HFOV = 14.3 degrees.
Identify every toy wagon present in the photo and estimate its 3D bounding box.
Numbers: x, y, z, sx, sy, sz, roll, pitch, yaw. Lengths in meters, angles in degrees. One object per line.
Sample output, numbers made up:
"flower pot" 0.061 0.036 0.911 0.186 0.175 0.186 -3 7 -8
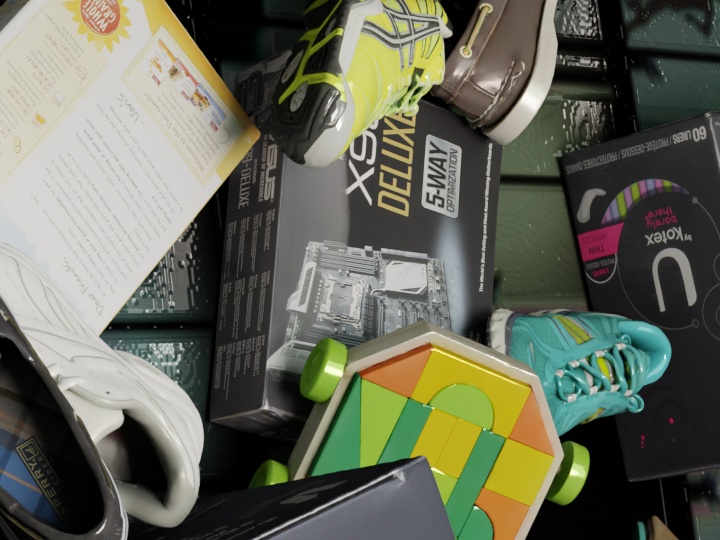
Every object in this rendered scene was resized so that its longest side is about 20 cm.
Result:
"toy wagon" 0.020 0.129 1.465 0.155 0.040 0.201 23 98 -16

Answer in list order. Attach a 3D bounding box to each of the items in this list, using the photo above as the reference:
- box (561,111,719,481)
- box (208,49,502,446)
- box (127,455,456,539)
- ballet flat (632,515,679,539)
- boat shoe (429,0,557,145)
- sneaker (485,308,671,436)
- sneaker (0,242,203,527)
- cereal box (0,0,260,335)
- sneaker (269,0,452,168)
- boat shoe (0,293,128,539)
"box" 0.211 0.013 1.691 0.106 0.122 0.201 -9 85 -44
"box" 0.000 0.000 1.546 0.157 0.050 0.201 20 66 -38
"box" -0.080 0.180 1.322 0.196 0.200 0.118 -22 95 -43
"ballet flat" 0.185 0.213 1.605 0.200 0.072 0.068 -80 170 -57
"boat shoe" 0.074 -0.154 1.625 0.059 0.072 0.201 28 40 -17
"sneaker" 0.117 0.053 1.574 0.200 0.079 0.078 -26 113 -67
"sneaker" -0.147 0.051 1.327 0.200 0.099 0.078 32 97 -21
"cereal box" -0.148 -0.058 1.429 0.144 0.039 0.200 55 50 -21
"sneaker" 0.008 -0.110 1.482 0.076 0.075 0.200 36 34 -11
"boat shoe" -0.169 0.048 1.254 0.070 0.066 0.200 -30 78 -16
